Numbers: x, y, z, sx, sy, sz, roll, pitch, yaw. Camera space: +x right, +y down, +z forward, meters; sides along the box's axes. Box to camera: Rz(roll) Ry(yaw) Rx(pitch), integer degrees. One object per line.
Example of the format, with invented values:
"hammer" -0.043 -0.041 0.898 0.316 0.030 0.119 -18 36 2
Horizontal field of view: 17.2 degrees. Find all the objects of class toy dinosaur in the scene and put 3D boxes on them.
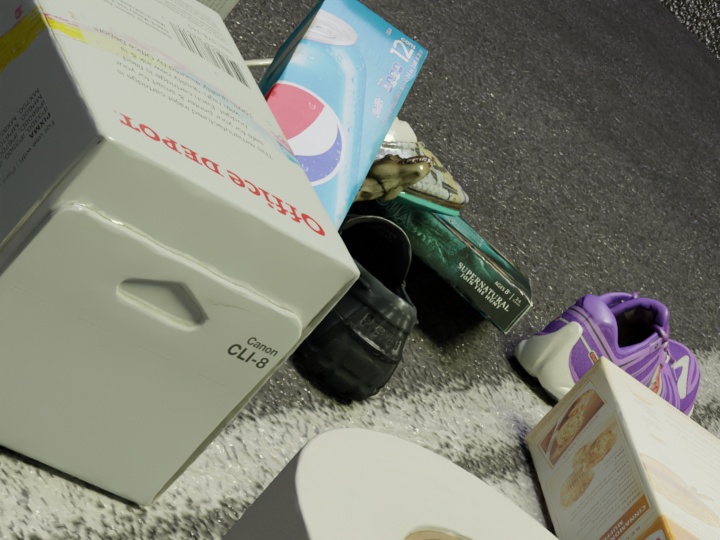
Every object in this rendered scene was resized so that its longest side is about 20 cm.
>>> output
"toy dinosaur" -0.057 -0.038 1.254 0.199 0.048 0.088 5 31 -12

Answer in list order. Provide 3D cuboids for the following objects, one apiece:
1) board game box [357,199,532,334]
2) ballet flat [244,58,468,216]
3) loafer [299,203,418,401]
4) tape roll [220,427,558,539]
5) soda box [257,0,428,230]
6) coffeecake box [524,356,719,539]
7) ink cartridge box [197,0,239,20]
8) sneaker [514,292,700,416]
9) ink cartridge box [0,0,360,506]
"board game box" 0.051 -0.022 1.489 0.135 0.028 0.200 42 6 0
"ballet flat" -0.027 -0.081 1.339 0.199 0.072 0.072 12 26 -15
"loafer" 0.000 0.000 1.311 0.068 0.070 0.201 35 17 -19
"tape roll" 0.013 0.172 0.803 0.202 0.139 0.203 38 17 -14
"soda box" -0.038 -0.046 1.181 0.064 0.068 0.201 34 51 -10
"coffeecake box" 0.185 0.159 1.323 0.153 0.073 0.200 35 18 -21
"ink cartridge box" -0.114 -0.193 1.311 0.084 0.200 0.176 32 20 -25
"sneaker" 0.182 0.056 1.551 0.081 0.083 0.200 49 18 24
"ink cartridge box" -0.122 -0.033 0.997 0.145 0.145 0.200 28 21 -38
